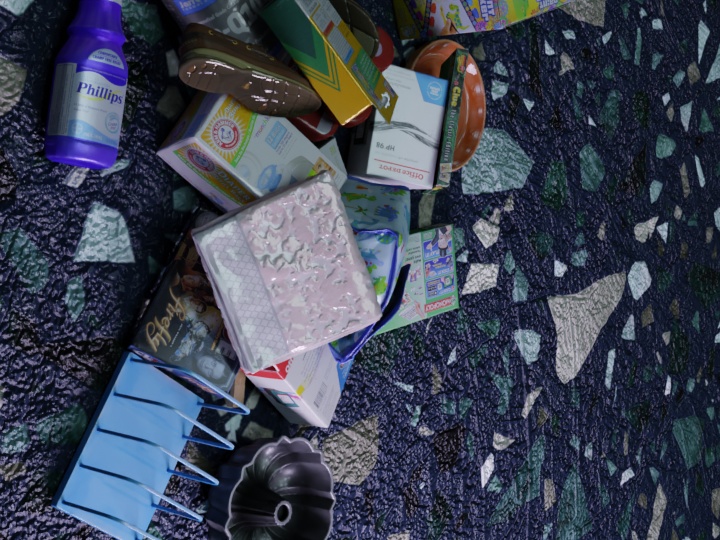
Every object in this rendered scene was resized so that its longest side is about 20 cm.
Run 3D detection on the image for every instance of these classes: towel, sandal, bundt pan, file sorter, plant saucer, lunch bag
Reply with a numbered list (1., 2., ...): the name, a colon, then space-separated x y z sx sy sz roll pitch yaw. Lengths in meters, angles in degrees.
1. towel: -0.087 0.005 1.468 0.190 0.032 0.201 -24 108 -13
2. sandal: -0.063 -0.333 1.566 0.055 0.199 0.082 -53 162 -56
3. bundt pan: -0.127 0.313 1.605 0.201 0.075 0.203 -6 98 -47
4. file sorter: -0.241 0.221 1.440 0.139 0.122 0.201 41 64 -41
5. plant saucer: 0.122 -0.253 1.870 0.200 0.032 0.202 -6 99 -48
6. lunch bag: 0.000 0.000 1.606 0.170 0.127 0.201 -72 173 -65

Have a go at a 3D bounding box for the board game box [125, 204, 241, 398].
1. board game box: -0.186 0.039 1.508 0.135 0.035 0.201 29 69 -15

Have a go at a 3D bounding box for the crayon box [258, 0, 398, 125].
1. crayon box: -0.036 -0.262 1.486 0.200 0.051 0.126 52 20 -15

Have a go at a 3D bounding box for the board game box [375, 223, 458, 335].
1. board game box: 0.074 0.010 1.838 0.199 0.029 0.136 -15 105 -46

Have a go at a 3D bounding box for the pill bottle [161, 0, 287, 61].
1. pill bottle: -0.177 -0.332 1.472 0.114 0.113 0.200 -56 129 -29

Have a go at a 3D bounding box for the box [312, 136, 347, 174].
1. box: -0.084 -0.074 1.655 0.200 0.036 0.145 -41 121 -39

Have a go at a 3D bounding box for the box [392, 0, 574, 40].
1. box: 0.180 -0.428 1.799 0.200 0.192 0.123 -28 113 -43

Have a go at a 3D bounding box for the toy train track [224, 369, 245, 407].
1. toy train track: -0.162 0.075 1.574 0.115 0.032 0.201 7 89 -61

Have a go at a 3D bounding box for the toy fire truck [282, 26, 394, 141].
1. toy fire truck: -0.063 -0.279 1.620 0.167 0.112 0.201 31 68 -25

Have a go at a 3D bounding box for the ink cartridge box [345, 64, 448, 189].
1. ink cartridge box: 0.050 -0.185 1.742 0.115 0.067 0.201 10 88 -29

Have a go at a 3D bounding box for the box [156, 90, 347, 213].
1. box: -0.135 -0.132 1.512 0.200 0.101 0.113 43 62 -24

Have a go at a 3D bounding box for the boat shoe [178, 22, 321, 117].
1. boat shoe: -0.126 -0.236 1.425 0.199 0.072 0.068 16 57 -41

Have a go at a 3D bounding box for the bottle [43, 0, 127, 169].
1. bottle: -0.306 -0.218 1.375 0.083 0.065 0.201 12 84 -46

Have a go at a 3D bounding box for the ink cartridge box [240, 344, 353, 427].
1. ink cartridge box: -0.090 0.109 1.603 0.200 0.067 0.117 56 47 -48

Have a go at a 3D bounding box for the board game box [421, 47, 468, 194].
1. board game box: 0.124 -0.216 1.783 0.023 0.105 0.201 9 85 -6
